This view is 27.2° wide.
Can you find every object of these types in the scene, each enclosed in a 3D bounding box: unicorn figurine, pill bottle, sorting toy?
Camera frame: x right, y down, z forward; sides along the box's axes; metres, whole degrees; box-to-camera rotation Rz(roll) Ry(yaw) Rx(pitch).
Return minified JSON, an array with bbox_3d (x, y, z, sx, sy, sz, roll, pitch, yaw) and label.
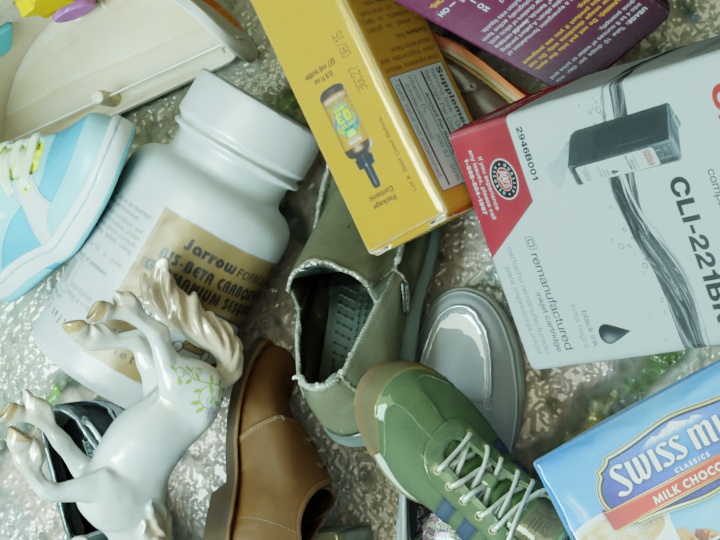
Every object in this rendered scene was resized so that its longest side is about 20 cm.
[{"bbox_3d":[-0.137,0.104,0.852,0.137,0.074,0.200,40,93,-23],"label":"unicorn figurine"},{"bbox_3d":[-0.109,-0.017,0.930,0.114,0.114,0.201,32,94,17],"label":"pill bottle"},{"bbox_3d":[-0.195,-0.157,0.934,0.199,0.180,0.108,-22,79,13],"label":"sorting toy"}]

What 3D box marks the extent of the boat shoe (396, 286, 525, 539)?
[{"bbox_3d":[0.053,0.109,0.893,0.071,0.068,0.202,10,88,17],"label":"boat shoe"}]

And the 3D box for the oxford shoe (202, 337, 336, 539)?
[{"bbox_3d":[-0.048,0.119,0.887,0.071,0.072,0.201,-2,42,3],"label":"oxford shoe"}]

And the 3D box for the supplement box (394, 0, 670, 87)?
[{"bbox_3d":[0.069,-0.196,0.830,0.086,0.199,0.111,-39,42,36],"label":"supplement box"}]

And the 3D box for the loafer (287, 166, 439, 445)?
[{"bbox_3d":[0.000,0.000,0.887,0.075,0.070,0.201,-11,61,26],"label":"loafer"}]

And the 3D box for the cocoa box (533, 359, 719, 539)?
[{"bbox_3d":[0.188,0.126,0.782,0.133,0.200,0.132,-29,77,11],"label":"cocoa box"}]

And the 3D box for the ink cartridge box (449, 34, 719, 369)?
[{"bbox_3d":[0.162,-0.037,0.777,0.199,0.084,0.145,-13,101,47],"label":"ink cartridge box"}]

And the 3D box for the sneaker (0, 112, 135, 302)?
[{"bbox_3d":[-0.232,-0.058,0.923,0.200,0.130,0.080,-37,30,45],"label":"sneaker"}]

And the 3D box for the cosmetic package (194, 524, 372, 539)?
[{"bbox_3d":[-0.042,0.260,0.907,0.103,0.073,0.202,-7,82,16],"label":"cosmetic package"}]

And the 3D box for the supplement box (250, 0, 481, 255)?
[{"bbox_3d":[0.003,-0.115,0.850,0.066,0.069,0.201,-26,87,43],"label":"supplement box"}]

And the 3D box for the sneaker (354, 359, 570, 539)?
[{"bbox_3d":[0.083,0.129,0.823,0.067,0.090,0.201,-45,113,-22],"label":"sneaker"}]

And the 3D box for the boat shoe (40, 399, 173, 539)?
[{"bbox_3d":[-0.154,0.177,0.949,0.073,0.068,0.201,-19,80,14],"label":"boat shoe"}]

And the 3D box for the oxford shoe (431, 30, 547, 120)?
[{"bbox_3d":[0.062,-0.096,0.909,0.199,0.071,0.073,30,98,16],"label":"oxford shoe"}]
